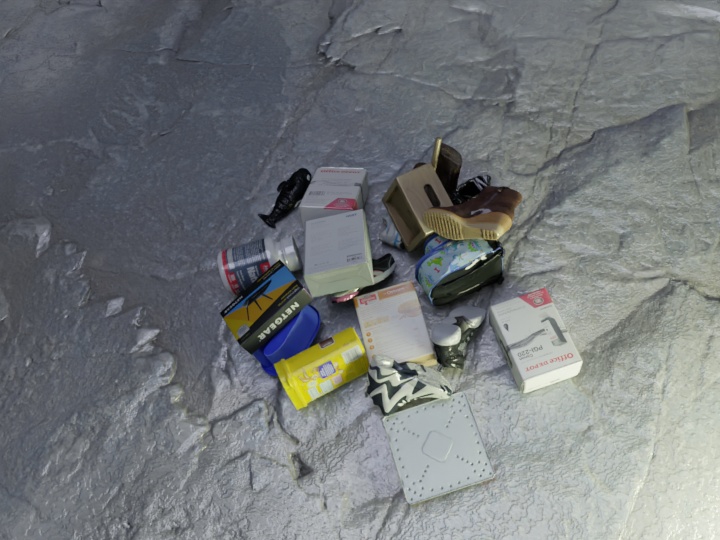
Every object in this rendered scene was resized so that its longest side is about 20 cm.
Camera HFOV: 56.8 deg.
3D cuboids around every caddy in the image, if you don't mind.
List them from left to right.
[{"bbox_3d":[-0.183,0.158,1.631,0.141,0.105,0.201,10,61,42],"label":"caddy"}]

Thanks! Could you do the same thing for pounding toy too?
[{"bbox_3d":[0.156,-0.183,1.638,0.141,0.184,0.201,-24,82,-16],"label":"pounding toy"}]

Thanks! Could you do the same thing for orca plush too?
[{"bbox_3d":[-0.211,-0.220,1.857,0.200,0.071,0.105,-42,63,-13],"label":"orca plush"}]

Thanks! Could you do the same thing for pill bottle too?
[{"bbox_3d":[-0.259,-0.019,1.729,0.199,0.120,0.120,-17,60,1],"label":"pill bottle"}]

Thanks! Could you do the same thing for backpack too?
[{"bbox_3d":[0.228,-0.015,1.603,0.199,0.183,0.147,-29,61,-4],"label":"backpack"}]

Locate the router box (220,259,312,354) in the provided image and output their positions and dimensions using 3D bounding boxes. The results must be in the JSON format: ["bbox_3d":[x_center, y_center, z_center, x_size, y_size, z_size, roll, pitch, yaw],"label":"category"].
[{"bbox_3d":[-0.228,0.085,1.605,0.200,0.051,0.149,-43,43,-3],"label":"router box"}]

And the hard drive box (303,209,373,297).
[{"bbox_3d":[-0.054,-0.045,1.609,0.155,0.077,0.201,-11,44,8],"label":"hard drive box"}]

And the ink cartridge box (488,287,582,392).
[{"bbox_3d":[0.399,0.160,1.533,0.145,0.085,0.201,-19,62,0],"label":"ink cartridge box"}]

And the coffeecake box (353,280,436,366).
[{"bbox_3d":[0.082,0.143,1.605,0.152,0.073,0.201,-16,60,3],"label":"coffeecake box"}]

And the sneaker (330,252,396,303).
[{"bbox_3d":[0.000,0.000,1.660,0.199,0.080,0.087,-32,104,-27],"label":"sneaker"}]

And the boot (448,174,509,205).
[{"bbox_3d":[0.311,-0.186,1.691,0.198,0.163,0.074,-32,62,-8],"label":"boot"}]

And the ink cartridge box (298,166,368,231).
[{"bbox_3d":[-0.066,-0.189,1.770,0.145,0.083,0.201,3,39,12],"label":"ink cartridge box"}]

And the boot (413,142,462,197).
[{"bbox_3d":[0.200,-0.278,1.740,0.064,0.200,0.186,-38,62,-12],"label":"boot"}]

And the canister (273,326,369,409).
[{"bbox_3d":[-0.085,0.227,1.549,0.199,0.149,0.087,-26,56,-7],"label":"canister"}]

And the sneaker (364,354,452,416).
[{"bbox_3d":[0.099,0.281,1.518,0.198,0.130,0.080,16,26,-14],"label":"sneaker"}]

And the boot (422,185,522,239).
[{"bbox_3d":[0.261,-0.141,1.544,0.199,0.073,0.167,14,44,23],"label":"boot"}]

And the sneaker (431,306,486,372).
[{"bbox_3d":[0.231,0.163,1.570,0.075,0.115,0.200,16,29,35],"label":"sneaker"}]

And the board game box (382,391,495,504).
[{"bbox_3d":[0.171,0.393,1.481,0.199,0.026,0.201,-18,60,0],"label":"board game box"}]

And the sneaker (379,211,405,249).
[{"bbox_3d":[0.103,-0.155,1.767,0.086,0.075,0.201,12,64,22],"label":"sneaker"}]
